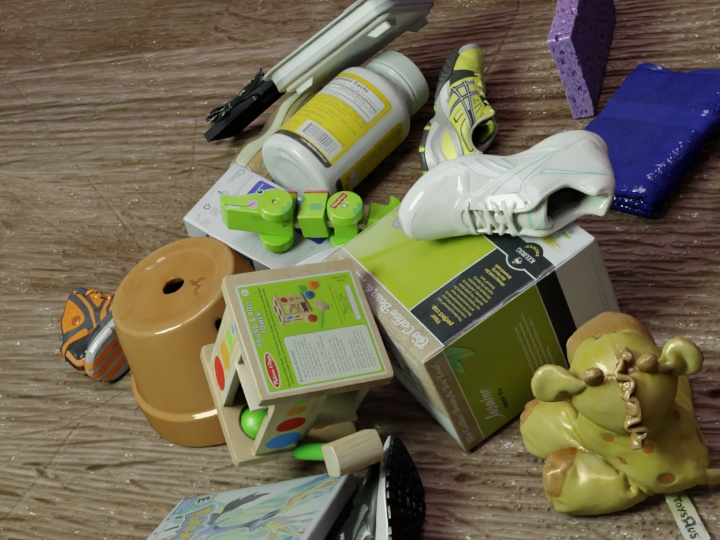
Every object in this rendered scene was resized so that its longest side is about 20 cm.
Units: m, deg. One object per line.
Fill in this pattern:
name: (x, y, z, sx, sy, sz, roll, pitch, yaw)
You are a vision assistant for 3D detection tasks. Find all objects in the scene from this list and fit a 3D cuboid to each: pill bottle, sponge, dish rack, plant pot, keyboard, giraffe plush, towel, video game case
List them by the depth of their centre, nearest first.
giraffe plush: (0.210, 0.108, 1.038, 0.172, 0.162, 0.200, -34, 39, -8)
video game case: (-0.113, 0.236, 1.116, 0.182, 0.022, 0.200, -13, 11, 19)
plant pot: (-0.164, 0.060, 1.320, 0.200, 0.140, 0.200, -16, 40, 14)
towel: (0.304, -0.138, 1.351, 0.147, 0.050, 0.200, 15, 55, 48)
sponge: (0.258, -0.282, 1.477, 0.030, 0.112, 0.200, -6, 43, 26)
pill bottle: (-0.012, -0.168, 1.505, 0.111, 0.111, 0.200, 23, 58, 43)
dish rack: (-0.005, -0.270, 1.524, 0.200, 0.044, 0.172, -32, -2, 28)
keyboard: (-0.125, -0.225, 1.597, 0.200, 0.021, 0.127, -38, -6, 26)

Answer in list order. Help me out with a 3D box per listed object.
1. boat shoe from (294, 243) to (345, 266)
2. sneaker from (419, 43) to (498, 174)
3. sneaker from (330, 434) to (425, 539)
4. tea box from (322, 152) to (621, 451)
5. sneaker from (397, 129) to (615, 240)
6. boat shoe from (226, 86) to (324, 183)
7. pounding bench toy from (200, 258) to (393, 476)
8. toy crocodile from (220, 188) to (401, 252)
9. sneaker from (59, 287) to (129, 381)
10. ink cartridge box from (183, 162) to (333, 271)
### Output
boat shoe: (0.000, 0.000, 1.308, 0.200, 0.072, 0.069, -20, -10, -28)
sneaker: (0.126, -0.179, 1.481, 0.076, 0.075, 0.200, 1, 57, 20)
sneaker: (0.001, 0.229, 1.099, 0.087, 0.076, 0.200, -17, 40, 21)
tea box: (0.105, 0.024, 1.212, 0.197, 0.134, 0.200, -34, 39, -9)
sneaker: (0.129, -0.064, 1.136, 0.200, 0.071, 0.080, -17, 42, 8)
boat shoe: (-0.083, -0.155, 1.578, 0.076, 0.072, 0.200, 26, 58, 15)
pounding bench toy: (-0.053, 0.120, 1.162, 0.124, 0.156, 0.200, -9, 60, -22)
toy crocodile: (-0.054, -0.061, 1.387, 0.199, 0.068, 0.062, 3, 52, 7)
sneaker: (-0.270, 0.030, 1.461, 0.112, 0.078, 0.200, 22, 60, 42)
ink cartridge box: (-0.093, -0.040, 1.441, 0.200, 0.039, 0.099, 29, 63, 25)
